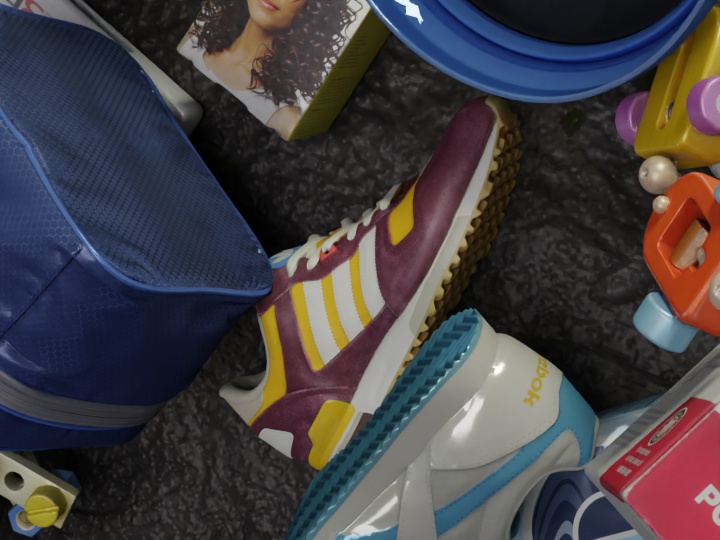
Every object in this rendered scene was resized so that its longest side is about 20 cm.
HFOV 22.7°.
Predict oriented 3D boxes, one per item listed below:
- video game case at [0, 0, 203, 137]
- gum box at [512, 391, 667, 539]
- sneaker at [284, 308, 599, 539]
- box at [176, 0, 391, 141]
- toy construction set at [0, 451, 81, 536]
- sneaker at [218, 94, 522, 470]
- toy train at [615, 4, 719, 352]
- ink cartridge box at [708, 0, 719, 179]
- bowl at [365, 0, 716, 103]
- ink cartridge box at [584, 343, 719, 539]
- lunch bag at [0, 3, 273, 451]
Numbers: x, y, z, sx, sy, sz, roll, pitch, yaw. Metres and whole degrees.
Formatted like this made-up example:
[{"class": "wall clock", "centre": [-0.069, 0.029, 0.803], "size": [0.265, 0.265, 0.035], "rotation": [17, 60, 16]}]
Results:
[{"class": "video game case", "centre": [-0.199, -0.062, 0.926], "size": [0.182, 0.023, 0.200], "rotation": [42, 113, 13]}, {"class": "gum box", "centre": [0.133, 0.145, 0.798], "size": [0.200, 0.045, 0.170], "rotation": [-20, 89, 26]}, {"class": "sneaker", "centre": [0.021, 0.110, 0.779], "size": [0.081, 0.077, 0.200], "rotation": [34, 122, -9]}, {"class": "box", "centre": [0.001, -0.159, 0.805], "size": [0.075, 0.050, 0.200], "rotation": [38, 111, 13]}, {"class": "toy construction set", "centre": [-0.236, 0.067, 0.898], "size": [0.131, 0.092, 0.200], "rotation": [-34, 84, 21]}, {"class": "sneaker", "centre": [0.000, 0.000, 0.818], "size": [0.090, 0.075, 0.200], "rotation": [29, 109, 11]}, {"class": "toy train", "centre": [0.162, -0.068, 0.665], "size": [0.055, 0.150, 0.200], "rotation": [22, 108, -20]}, {"class": "ink cartridge box", "centre": [0.200, -0.156, 0.718], "size": [0.200, 0.045, 0.177], "rotation": [-25, 89, 25]}, {"class": "bowl", "centre": [0.068, -0.167, 0.695], "size": [0.200, 0.039, 0.201], "rotation": [19, 121, 35]}, {"class": "ink cartridge box", "centre": [0.187, 0.040, 0.664], "size": [0.200, 0.145, 0.083], "rotation": [-43, 85, 0]}, {"class": "lunch bag", "centre": [-0.154, -0.020, 0.816], "size": [0.132, 0.136, 0.200], "rotation": [-45, 62, 22]}]
